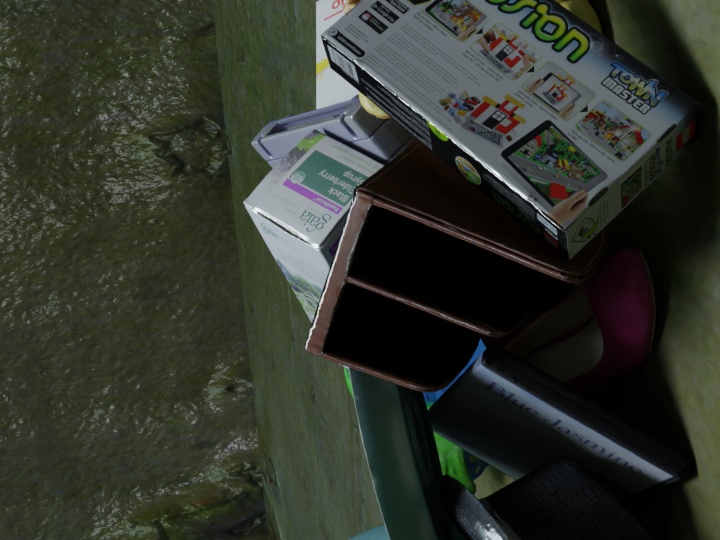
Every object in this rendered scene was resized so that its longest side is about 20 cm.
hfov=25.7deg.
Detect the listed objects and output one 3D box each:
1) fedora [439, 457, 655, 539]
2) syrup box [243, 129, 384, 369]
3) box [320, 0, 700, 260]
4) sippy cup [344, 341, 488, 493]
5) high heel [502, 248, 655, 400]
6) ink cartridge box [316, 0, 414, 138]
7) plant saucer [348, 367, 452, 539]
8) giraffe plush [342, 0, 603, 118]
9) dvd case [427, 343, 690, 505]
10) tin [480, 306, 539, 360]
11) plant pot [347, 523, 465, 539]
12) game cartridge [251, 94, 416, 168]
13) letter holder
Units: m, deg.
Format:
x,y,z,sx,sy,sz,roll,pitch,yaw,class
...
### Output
x,y,z,sx,sy,sz,roll,pitch,yaw,class
0.138,0.188,1.001,0.201,0.092,0.201,52,176,5,fedora
0.000,0.000,1.131,0.079,0.081,0.200,29,158,36,syrup box
0.084,-0.106,0.906,0.200,0.110,0.035,42,165,27,box
0.061,0.118,1.368,0.178,0.139,0.131,-56,-34,-41,sippy cup
0.128,0.045,1.035,0.200,0.096,0.068,110,151,-67,high heel
0.026,-0.175,1.277,0.116,0.067,0.201,-19,60,34,ink cartridge box
0.028,0.111,1.029,0.200,0.027,0.201,-15,-90,-83,plant saucer
0.067,-0.155,1.040,0.200,0.162,0.173,94,165,-46,giraffe plush
0.122,0.113,1.047,0.018,0.142,0.200,-59,-1,-19,dvd case
0.097,0.004,1.195,0.112,0.042,0.200,46,-162,-42,tin
0.047,0.255,1.137,0.135,0.200,0.200,-55,25,14,plant pot
0.003,-0.066,1.157,0.130,0.038,0.200,44,163,-18,game cartridge
0.067,0.003,0.958,0.200,0.142,0.101,-47,-23,-73,letter holder
